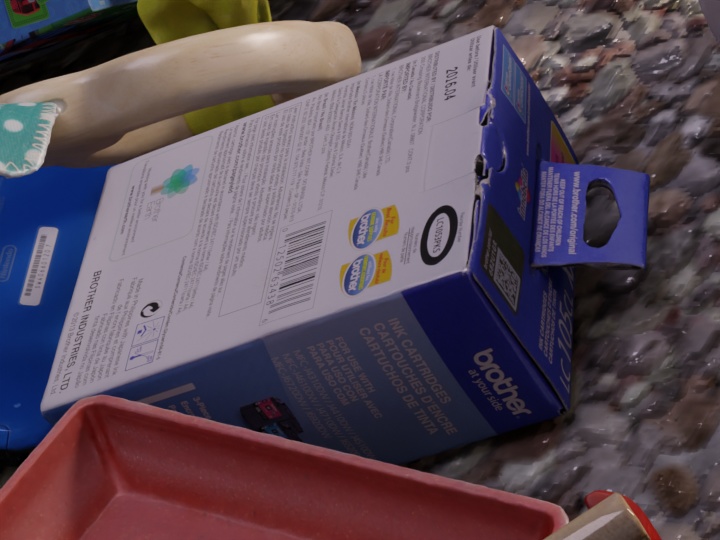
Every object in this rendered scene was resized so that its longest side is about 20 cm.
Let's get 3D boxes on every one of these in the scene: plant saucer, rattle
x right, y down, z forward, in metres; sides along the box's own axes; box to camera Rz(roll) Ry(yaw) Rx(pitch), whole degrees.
[{"bbox_3d":[-0.062,0.132,0.694,0.200,0.037,0.200,11,49,37],"label":"plant saucer"},{"bbox_3d":[-0.104,-0.103,0.930,0.200,0.143,0.130,-11,10,-34],"label":"rattle"}]

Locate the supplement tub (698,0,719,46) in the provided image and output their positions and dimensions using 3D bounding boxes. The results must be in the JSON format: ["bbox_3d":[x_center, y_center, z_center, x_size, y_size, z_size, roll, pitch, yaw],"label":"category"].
[{"bbox_3d":[0.201,-0.148,0.784,0.140,0.140,0.200,-4,44,38],"label":"supplement tub"}]

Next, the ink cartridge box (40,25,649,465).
[{"bbox_3d":[0.000,0.000,0.831,0.200,0.076,0.137,-20,36,24],"label":"ink cartridge box"}]

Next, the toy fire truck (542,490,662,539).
[{"bbox_3d":[0.034,0.125,0.533,0.176,0.200,0.129,-44,34,-14],"label":"toy fire truck"}]

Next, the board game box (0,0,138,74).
[{"bbox_3d":[-0.179,-0.106,1.094,0.200,0.037,0.151,-19,5,22],"label":"board game box"}]

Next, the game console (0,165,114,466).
[{"bbox_3d":[-0.195,0.037,1.007,0.170,0.119,0.200,5,41,1],"label":"game console"}]
